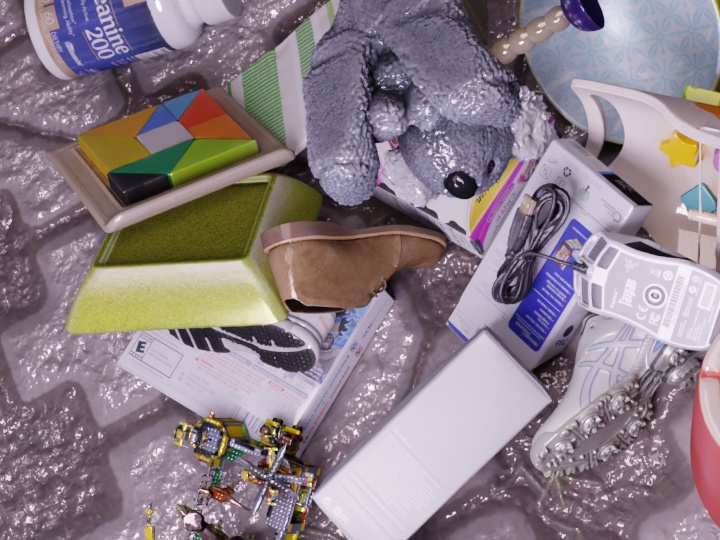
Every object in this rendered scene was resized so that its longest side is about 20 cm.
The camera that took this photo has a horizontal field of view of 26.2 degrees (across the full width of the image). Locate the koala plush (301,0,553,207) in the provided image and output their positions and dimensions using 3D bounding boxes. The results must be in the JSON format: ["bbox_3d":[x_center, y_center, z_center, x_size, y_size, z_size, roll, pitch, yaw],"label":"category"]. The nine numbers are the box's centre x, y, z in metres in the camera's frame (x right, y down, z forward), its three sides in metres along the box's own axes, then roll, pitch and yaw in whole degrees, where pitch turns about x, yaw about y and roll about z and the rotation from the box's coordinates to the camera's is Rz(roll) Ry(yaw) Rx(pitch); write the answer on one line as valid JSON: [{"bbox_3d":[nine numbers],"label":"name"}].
[{"bbox_3d":[0.064,-0.130,1.272,0.177,0.200,0.184,-27,52,20],"label":"koala plush"}]

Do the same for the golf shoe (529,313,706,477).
[{"bbox_3d":[0.206,0.086,1.288,0.200,0.078,0.097,-40,50,-7],"label":"golf shoe"}]

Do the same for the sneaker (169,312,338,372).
[{"bbox_3d":[-0.106,0.030,1.378,0.199,0.074,0.080,16,52,26],"label":"sneaker"}]

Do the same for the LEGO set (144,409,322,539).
[{"bbox_3d":[-0.123,0.217,1.295,0.153,0.116,0.201,26,97,29],"label":"LEGO set"}]

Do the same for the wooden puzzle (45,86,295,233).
[{"bbox_3d":[-0.180,-0.112,1.423,0.184,0.037,0.200,-24,32,-18],"label":"wooden puzzle"}]

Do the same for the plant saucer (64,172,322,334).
[{"bbox_3d":[-0.148,-0.027,1.365,0.199,0.048,0.200,-4,35,12],"label":"plant saucer"}]

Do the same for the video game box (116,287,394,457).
[{"bbox_3d":[-0.098,0.056,1.418,0.200,0.047,0.183,28,83,27],"label":"video game box"}]

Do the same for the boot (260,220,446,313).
[{"bbox_3d":[0.000,0.000,1.339,0.074,0.199,0.076,-24,75,45],"label":"boot"}]

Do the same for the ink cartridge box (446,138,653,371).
[{"bbox_3d":[0.159,-0.003,1.322,0.099,0.039,0.200,45,119,28],"label":"ink cartridge box"}]

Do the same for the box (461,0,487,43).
[{"bbox_3d":[0.054,-0.286,1.409,0.077,0.200,0.095,-5,68,18],"label":"box"}]

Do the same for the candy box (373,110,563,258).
[{"bbox_3d":[0.065,-0.119,1.418,0.200,0.061,0.137,30,82,27],"label":"candy box"}]

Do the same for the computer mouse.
[{"bbox_3d":[0.210,0.007,1.244,0.199,0.044,0.110,22,109,19],"label":"computer mouse"}]

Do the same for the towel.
[{"bbox_3d":[-0.051,-0.172,1.448,0.200,0.023,0.153,-35,44,29],"label":"towel"}]

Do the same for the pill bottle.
[{"bbox_3d":[-0.227,-0.268,1.556,0.199,0.111,0.111,-13,66,15],"label":"pill bottle"}]

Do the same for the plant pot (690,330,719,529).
[{"bbox_3d":[0.336,0.113,1.162,0.200,0.177,0.201,-7,68,17],"label":"plant pot"}]

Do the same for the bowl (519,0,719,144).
[{"bbox_3d":[0.250,-0.221,1.352,0.200,0.201,0.108,29,40,27],"label":"bowl"}]

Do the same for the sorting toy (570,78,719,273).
[{"bbox_3d":[0.255,-0.091,1.282,0.180,0.200,0.107,23,58,28],"label":"sorting toy"}]

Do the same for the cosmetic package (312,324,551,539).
[{"bbox_3d":[0.061,0.141,1.275,0.200,0.107,0.090,-42,87,6],"label":"cosmetic package"}]

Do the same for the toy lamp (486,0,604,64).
[{"bbox_3d":[0.115,-0.182,1.338,0.200,0.058,0.058,-27,61,28],"label":"toy lamp"}]
